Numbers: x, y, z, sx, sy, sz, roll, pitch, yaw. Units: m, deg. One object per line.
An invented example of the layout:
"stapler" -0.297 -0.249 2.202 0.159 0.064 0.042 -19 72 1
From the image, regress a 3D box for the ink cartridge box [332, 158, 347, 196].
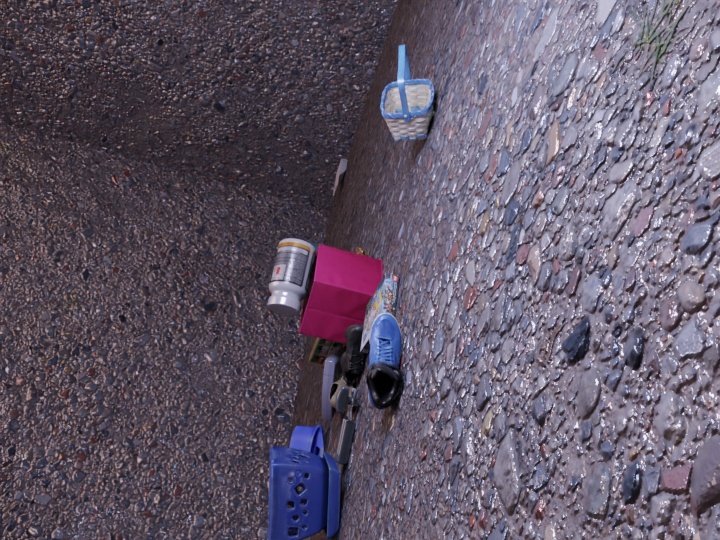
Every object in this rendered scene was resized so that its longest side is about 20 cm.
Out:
"ink cartridge box" -0.131 -0.594 4.066 0.161 0.049 0.202 119 159 -61

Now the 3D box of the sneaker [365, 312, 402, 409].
"sneaker" 0.052 0.185 1.299 0.111 0.076 0.203 115 164 -80

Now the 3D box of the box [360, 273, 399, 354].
"box" 0.047 0.114 1.605 0.200 0.037 0.138 117 164 -59

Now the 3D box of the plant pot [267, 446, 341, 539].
"plant pot" -0.145 0.567 1.606 0.200 0.177 0.203 162 111 -81

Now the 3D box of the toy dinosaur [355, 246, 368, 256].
"toy dinosaur" 0.000 0.000 2.037 0.136 0.102 0.200 -44 9 30

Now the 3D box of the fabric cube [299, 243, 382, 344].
"fabric cube" -0.055 0.074 1.825 0.197 0.197 0.202 -90 16 -57

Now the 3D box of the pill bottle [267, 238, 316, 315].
"pill bottle" -0.200 0.019 1.808 0.116 0.115 0.202 123 161 -66

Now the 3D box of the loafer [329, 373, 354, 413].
"loafer" -0.054 0.344 1.812 0.200 0.067 0.077 -113 38 -81

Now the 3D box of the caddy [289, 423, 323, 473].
"caddy" -0.173 0.610 2.098 0.141 0.104 0.202 57 -138 -70

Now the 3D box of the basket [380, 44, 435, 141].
"basket" 0.120 -0.451 1.618 0.201 0.137 0.178 67 -157 -47

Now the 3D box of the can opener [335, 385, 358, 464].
"can opener" -0.043 0.409 1.673 0.053 0.066 0.203 142 136 -79

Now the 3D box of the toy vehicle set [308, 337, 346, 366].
"toy vehicle set" -0.086 0.252 2.002 0.201 0.123 0.027 114 168 -53

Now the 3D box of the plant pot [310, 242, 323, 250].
"plant pot" -0.253 -0.082 3.634 0.135 0.200 0.201 -41 -12 -30

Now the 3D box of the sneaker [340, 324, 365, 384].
"sneaker" -0.011 0.234 1.745 0.091 0.075 0.202 -96 11 -50

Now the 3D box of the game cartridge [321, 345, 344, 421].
"game cartridge" -0.083 0.346 1.910 0.133 0.040 0.202 -45 -39 -66
